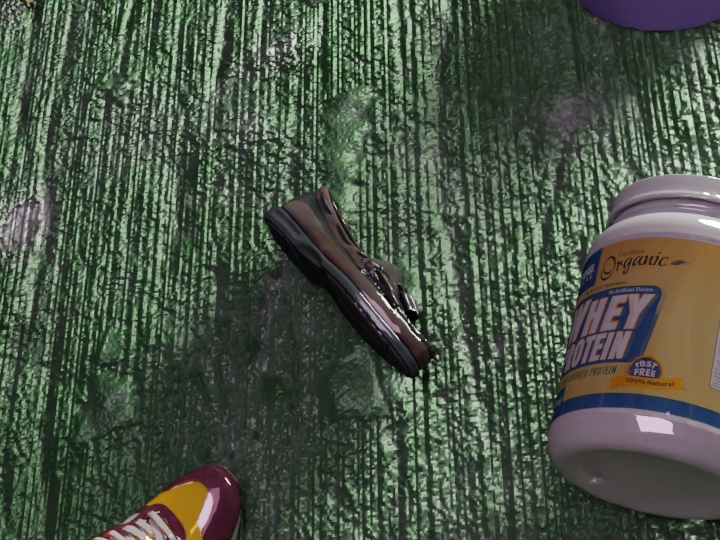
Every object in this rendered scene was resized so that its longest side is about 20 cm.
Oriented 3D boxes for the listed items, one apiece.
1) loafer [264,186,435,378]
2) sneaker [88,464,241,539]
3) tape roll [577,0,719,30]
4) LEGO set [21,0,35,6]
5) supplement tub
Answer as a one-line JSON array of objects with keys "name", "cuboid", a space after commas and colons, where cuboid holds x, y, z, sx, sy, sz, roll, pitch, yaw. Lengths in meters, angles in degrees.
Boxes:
[{"name": "loafer", "cuboid": [0.000, 0.000, 1.021, 0.063, 0.072, 0.200, -36, 55, -12]}, {"name": "sneaker", "cuboid": [-0.167, 0.215, 0.936, 0.075, 0.090, 0.200, 34, 76, 30]}, {"name": "tape roll", "cuboid": [0.264, -0.304, 1.112, 0.200, 0.066, 0.201, -7, 59, 13]}, {"name": "LEGO set", "cuboid": [-0.392, -0.297, 1.309, 0.200, 0.116, 0.154, -51, 30, -18]}, {"name": "supplement tub", "cuboid": [0.213, 0.051, 0.878, 0.144, 0.145, 0.200, 6, 63, 20]}]
